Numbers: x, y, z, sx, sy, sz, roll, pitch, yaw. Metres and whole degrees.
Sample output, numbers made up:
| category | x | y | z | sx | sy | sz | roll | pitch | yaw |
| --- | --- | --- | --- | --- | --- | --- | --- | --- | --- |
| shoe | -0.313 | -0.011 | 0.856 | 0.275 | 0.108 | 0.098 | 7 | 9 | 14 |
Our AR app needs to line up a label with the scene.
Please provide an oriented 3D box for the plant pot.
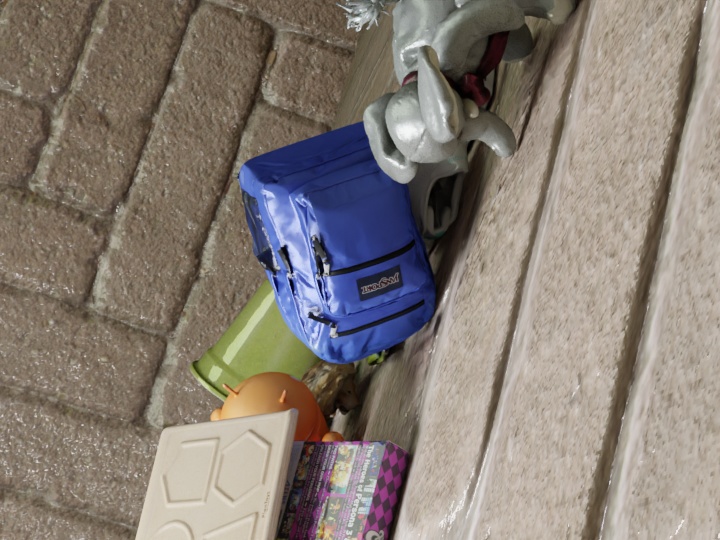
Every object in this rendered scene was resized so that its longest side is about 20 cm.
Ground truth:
| category | x | y | z | sx | sy | sz | roll | pitch | yaw |
| --- | --- | --- | --- | --- | --- | --- | --- | --- | --- |
| plant pot | -0.134 | 0.120 | 1.976 | 0.186 | 0.199 | 0.200 | -59 | 8 | 4 |

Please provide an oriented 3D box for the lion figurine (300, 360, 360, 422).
| category | x | y | z | sx | sy | sz | roll | pitch | yaw |
| --- | --- | --- | --- | --- | --- | --- | --- | --- | --- |
| lion figurine | -0.040 | 0.140 | 1.567 | 0.123 | 0.072 | 0.200 | -62 | 5 | 16 |

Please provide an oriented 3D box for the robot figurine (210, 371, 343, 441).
| category | x | y | z | sx | sy | sz | roll | pitch | yaw |
| --- | --- | --- | --- | --- | --- | --- | --- | --- | --- |
| robot figurine | -0.088 | 0.195 | 1.440 | 0.144 | 0.116 | 0.201 | 50 | 165 | 46 |

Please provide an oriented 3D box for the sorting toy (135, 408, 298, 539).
| category | x | y | z | sx | sy | sz | roll | pitch | yaw |
| --- | --- | --- | --- | --- | --- | --- | --- | --- | --- |
| sorting toy | -0.138 | 0.228 | 1.191 | 0.199 | 0.036 | 0.187 | -15 | 53 | 40 |

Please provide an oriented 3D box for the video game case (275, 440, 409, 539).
| category | x | y | z | sx | sy | sz | roll | pitch | yaw |
| --- | --- | --- | --- | --- | --- | --- | --- | --- | --- |
| video game case | -0.051 | 0.251 | 1.140 | 0.180 | 0.036 | 0.202 | -10 | 57 | 47 |

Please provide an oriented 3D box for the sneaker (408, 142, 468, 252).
| category | x | y | z | sx | sy | sz | roll | pitch | yaw |
| --- | --- | --- | --- | --- | --- | --- | --- | --- | --- |
| sneaker | 0.062 | -0.053 | 1.295 | 0.201 | 0.074 | 0.089 | 107 | 151 | -42 |

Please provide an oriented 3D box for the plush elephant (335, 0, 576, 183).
| category | x | y | z | sx | sy | sz | roll | pitch | yaw |
| --- | --- | --- | --- | --- | --- | --- | --- | --- | --- |
| plush elephant | 0.078 | -0.158 | 1.083 | 0.165 | 0.197 | 0.157 | 161 | 110 | -72 |

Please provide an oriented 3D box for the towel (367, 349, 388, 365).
| category | x | y | z | sx | sy | sz | roll | pitch | yaw |
| --- | --- | --- | --- | --- | --- | --- | --- | --- | --- |
| towel | 0.000 | 0.000 | 1.400 | 0.144 | 0.022 | 0.203 | 104 | 155 | -81 |

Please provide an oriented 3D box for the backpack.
| category | x | y | z | sx | sy | sz | roll | pitch | yaw |
| --- | --- | --- | --- | --- | --- | --- | --- | --- | --- |
| backpack | -0.016 | -0.014 | 1.210 | 0.168 | 0.161 | 0.202 | -130 | 25 | -66 |

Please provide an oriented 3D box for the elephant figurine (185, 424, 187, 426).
| category | x | y | z | sx | sy | sz | roll | pitch | yaw |
| --- | --- | --- | --- | --- | --- | --- | --- | --- | --- |
| elephant figurine | -0.123 | 0.277 | 1.275 | 0.156 | 0.198 | 0.143 | -70 | 1 | -59 |

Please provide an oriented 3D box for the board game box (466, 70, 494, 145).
| category | x | y | z | sx | sy | sz | roll | pitch | yaw |
| --- | --- | --- | --- | --- | --- | --- | --- | --- | --- |
| board game box | 0.095 | -0.151 | 1.383 | 0.127 | 0.034 | 0.201 | -78 | 9 | -48 |
